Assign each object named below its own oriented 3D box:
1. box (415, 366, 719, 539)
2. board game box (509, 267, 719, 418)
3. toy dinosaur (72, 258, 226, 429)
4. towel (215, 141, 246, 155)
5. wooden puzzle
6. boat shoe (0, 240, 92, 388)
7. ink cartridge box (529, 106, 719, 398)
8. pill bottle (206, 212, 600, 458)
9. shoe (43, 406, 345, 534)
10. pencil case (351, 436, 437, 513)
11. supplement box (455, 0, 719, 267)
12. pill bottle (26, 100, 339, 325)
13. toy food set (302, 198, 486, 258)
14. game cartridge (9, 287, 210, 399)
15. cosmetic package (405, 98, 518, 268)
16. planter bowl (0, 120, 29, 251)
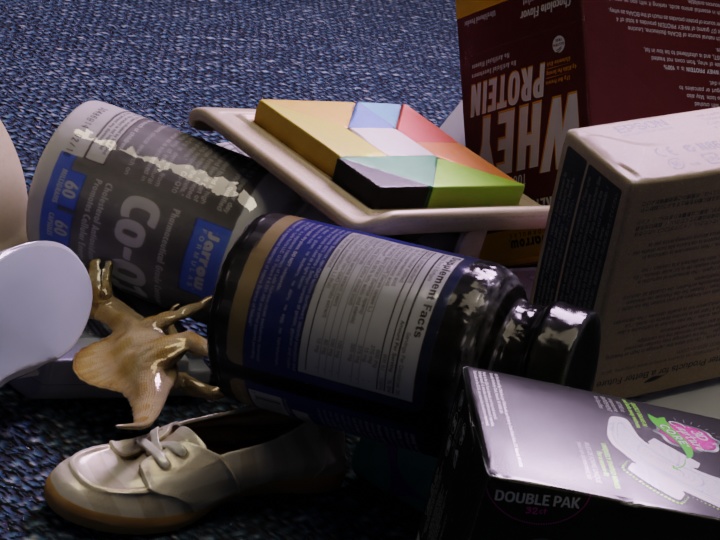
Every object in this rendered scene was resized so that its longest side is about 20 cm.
[{"bbox_3d":[0.133,0.153,0.804,0.199,0.149,0.124,12,20,-6],"label":"box"},{"bbox_3d":[0.207,0.059,1.096,0.199,0.026,0.200,-3,33,-18],"label":"board game box"},{"bbox_3d":[-0.119,0.058,0.977,0.101,0.058,0.200,-6,28,-15],"label":"toy dinosaur"},{"bbox_3d":[-0.008,-0.041,1.334,0.199,0.086,0.166,3,19,-30],"label":"towel"},{"bbox_3d":[0.014,-0.073,1.071,0.185,0.037,0.200,-4,26,-43],"label":"wooden puzzle"},{"bbox_3d":[-0.235,0.051,0.935,0.086,0.075,0.202,-14,23,33],"label":"boat shoe"},{"bbox_3d":[0.211,-0.014,1.031,0.199,0.165,0.075,-10,37,-29],"label":"ink cartridge box"},{"bbox_3d":[0.025,0.041,0.908,0.199,0.112,0.112,14,19,19],"label":"pill bottle"},{"bbox_3d":[-0.088,0.103,0.930,0.200,0.054,0.070,-4,27,-42],"label":"shoe"},{"bbox_3d":[0.095,0.123,0.956,0.200,0.085,0.092,26,39,29],"label":"pencil case"},{"bbox_3d":[0.187,-0.107,1.174,0.197,0.201,0.133,0,-6,-36],"label":"supplement box"},{"bbox_3d":[-0.107,-0.027,1.080,0.199,0.114,0.114,21,21,11],"label":"pill bottle"},{"bbox_3d":[0.000,0.000,1.133,0.060,0.144,0.200,2,23,-36],"label":"toy food set"},{"bbox_3d":[-0.197,0.029,1.084,0.133,0.041,0.200,6,21,-32],"label":"game cartridge"},{"bbox_3d":[0.094,-0.055,1.237,0.107,0.200,0.090,48,-25,-22],"label":"cosmetic package"},{"bbox_3d":[-0.317,-0.076,1.075,0.199,0.135,0.200,1,23,0],"label":"planter bowl"}]
